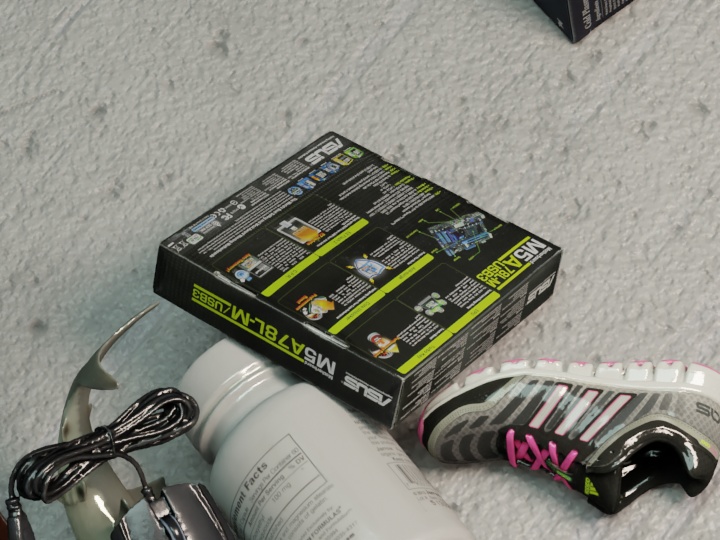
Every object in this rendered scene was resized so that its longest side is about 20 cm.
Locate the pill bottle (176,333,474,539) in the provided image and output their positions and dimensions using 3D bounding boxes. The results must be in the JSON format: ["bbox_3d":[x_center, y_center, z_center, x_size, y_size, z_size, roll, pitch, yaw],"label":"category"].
[{"bbox_3d":[-0.029,0.134,1.603,0.114,0.115,0.200,-35,61,-9],"label":"pill bottle"}]

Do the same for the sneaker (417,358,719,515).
[{"bbox_3d":[0.135,0.109,1.610,0.198,0.074,0.088,-3,55,3],"label":"sneaker"}]

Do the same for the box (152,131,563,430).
[{"bbox_3d":[0.000,0.000,1.658,0.192,0.048,0.200,30,39,20],"label":"box"}]

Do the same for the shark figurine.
[{"bbox_3d":[-0.150,0.133,1.637,0.128,0.216,0.089,-6,15,39],"label":"shark figurine"}]

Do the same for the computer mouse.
[{"bbox_3d":[-0.132,0.183,1.545,0.140,0.201,0.046,-20,16,-25],"label":"computer mouse"}]

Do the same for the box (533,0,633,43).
[{"bbox_3d":[0.158,-0.297,1.807,0.182,0.104,0.200,-36,61,-8],"label":"box"}]

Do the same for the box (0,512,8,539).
[{"bbox_3d":[-0.325,0.121,1.690,0.100,0.075,0.200,-38,60,-10],"label":"box"}]
